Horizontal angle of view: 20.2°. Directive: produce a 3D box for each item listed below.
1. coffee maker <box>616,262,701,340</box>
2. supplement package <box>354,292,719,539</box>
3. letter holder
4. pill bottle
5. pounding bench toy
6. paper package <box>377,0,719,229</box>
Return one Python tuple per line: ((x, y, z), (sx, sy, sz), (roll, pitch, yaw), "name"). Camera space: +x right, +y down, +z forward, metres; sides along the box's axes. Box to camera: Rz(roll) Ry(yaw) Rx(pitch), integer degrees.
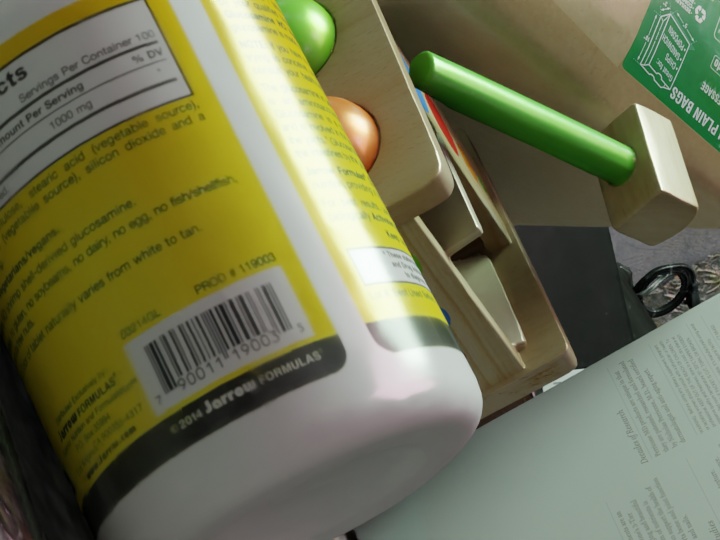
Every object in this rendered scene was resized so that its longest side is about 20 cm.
((0.174, 0.088, 1.312), (0.200, 0.192, 0.135), (58, -2, 45), "coffee maker")
((0.126, 0.141, 0.839), (0.151, 0.200, 0.152), (55, 9, -36), "supplement package")
((0.062, 0.059, 1.066), (0.100, 0.142, 0.201), (-4, 79, -48), "letter holder")
((-0.057, -0.020, 0.572), (0.200, 0.112, 0.112), (63, 8, 18), "pill bottle")
((0.013, -0.035, 0.747), (0.156, 0.200, 0.124), (52, 13, -50), "pounding bench toy")
((0.061, -0.107, 0.881), (0.200, 0.104, 0.190), (34, -17, -34), "paper package")
